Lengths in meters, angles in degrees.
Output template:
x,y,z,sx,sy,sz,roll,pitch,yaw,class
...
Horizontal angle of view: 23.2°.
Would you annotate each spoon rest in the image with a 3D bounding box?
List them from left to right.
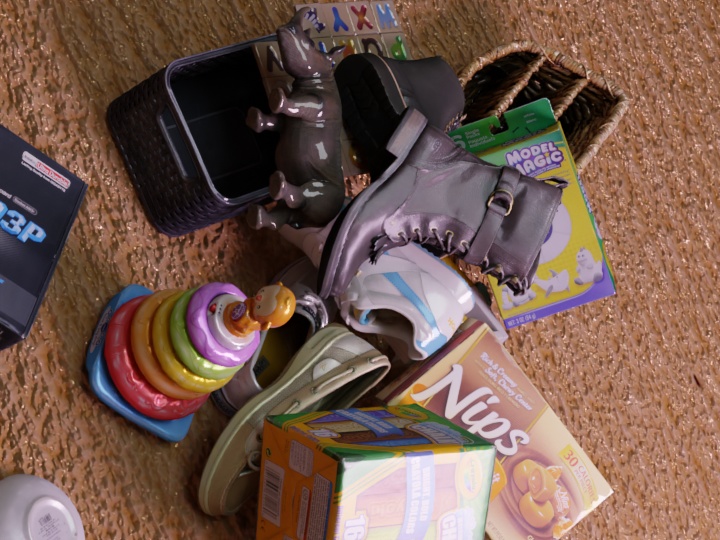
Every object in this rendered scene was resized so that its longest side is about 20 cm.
x,y,z,sx,sy,sz,roll,pitch,yaw,class
-0.277,0.218,1.312,0.200,0.060,0.100,-29,94,-59,spoon rest

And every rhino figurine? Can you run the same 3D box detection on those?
x,y,z,sx,sy,sz,roll,pitch,yaw,class
-0.050,-0.130,1.518,0.087,0.060,0.201,9,78,-40,rhino figurine

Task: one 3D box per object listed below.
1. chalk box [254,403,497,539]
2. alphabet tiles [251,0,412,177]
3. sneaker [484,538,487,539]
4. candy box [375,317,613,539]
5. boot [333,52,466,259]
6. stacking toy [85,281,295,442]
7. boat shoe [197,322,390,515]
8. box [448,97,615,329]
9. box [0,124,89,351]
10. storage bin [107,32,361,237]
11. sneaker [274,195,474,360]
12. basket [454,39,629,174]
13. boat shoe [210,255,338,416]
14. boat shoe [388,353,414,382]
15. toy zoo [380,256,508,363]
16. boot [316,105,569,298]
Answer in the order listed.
x,y,z,sx,sy,sz,roll,pitch,yaw,class
0.029,0.187,1.457,0.199,0.124,0.125,-2,104,-32,chalk box
-0.013,-0.169,1.621,0.200,0.008,0.168,-12,81,-46,alphabet tiles
0.088,0.188,1.641,0.087,0.075,0.201,5,90,-3,sneaker
0.120,0.156,1.574,0.115,0.055,0.200,-39,99,-7,candy box
0.069,-0.112,1.621,0.138,0.077,0.201,-13,83,-50,boot
-0.122,0.052,1.416,0.110,0.200,0.116,37,52,-27,stacking toy
-0.058,0.134,1.490,0.201,0.063,0.073,-47,150,-21,boat shoe
0.162,-0.056,1.697,0.048,0.117,0.201,-69,139,-75,box
-0.326,-0.053,1.378,0.200,0.046,0.159,36,51,-26,box
-0.111,-0.125,1.580,0.200,0.094,0.136,-23,89,-45,storage bin
0.000,0.000,1.557,0.200,0.077,0.081,32,63,13,sneaker
0.159,-0.159,1.810,0.143,0.149,0.200,54,46,-12,basket
-0.060,0.050,1.569,0.071,0.070,0.200,52,46,-13,boat shoe
0.118,0.111,1.709,0.200,0.074,0.069,32,59,-29,boat shoe
0.064,0.026,1.674,0.131,0.020,0.200,52,28,20,toy zoo
0.073,-0.029,1.507,0.174,0.069,0.200,31,83,-7,boot
